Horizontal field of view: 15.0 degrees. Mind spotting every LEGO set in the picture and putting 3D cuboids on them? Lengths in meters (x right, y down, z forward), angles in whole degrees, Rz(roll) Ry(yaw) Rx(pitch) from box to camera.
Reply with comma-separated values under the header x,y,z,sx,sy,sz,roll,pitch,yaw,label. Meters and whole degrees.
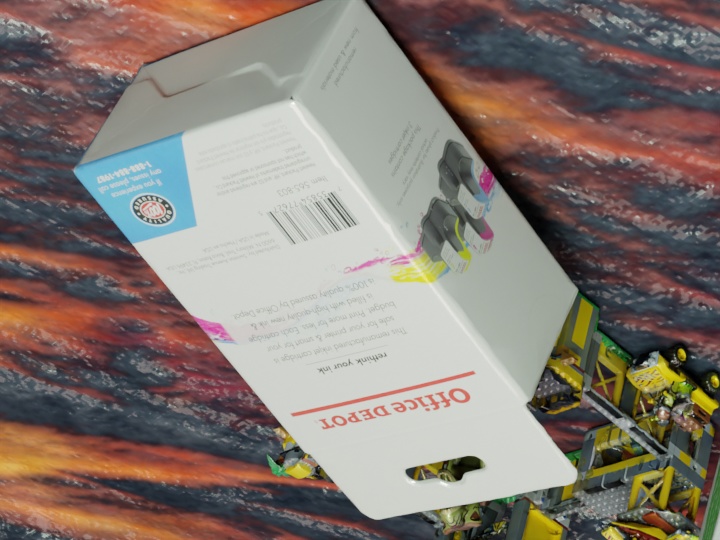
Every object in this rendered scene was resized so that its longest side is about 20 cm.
x,y,z,sx,sy,sz,roll,pitch,yaw,label
0.054,0.103,1.156,0.200,0.116,0.154,-15,135,38,LEGO set

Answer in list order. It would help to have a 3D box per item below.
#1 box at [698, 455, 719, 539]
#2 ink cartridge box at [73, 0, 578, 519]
x,y,z,sx,sy,sz,roll,pitch,yaw,label
0.228,0.084,0.981,0.200,0.199,0.171,13,146,8,box
0.000,0.000,1.049,0.115,0.068,0.200,-14,125,39,ink cartridge box
